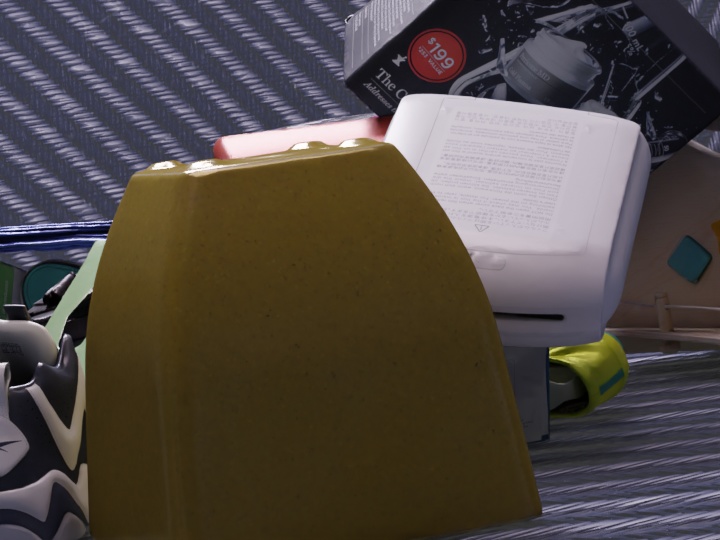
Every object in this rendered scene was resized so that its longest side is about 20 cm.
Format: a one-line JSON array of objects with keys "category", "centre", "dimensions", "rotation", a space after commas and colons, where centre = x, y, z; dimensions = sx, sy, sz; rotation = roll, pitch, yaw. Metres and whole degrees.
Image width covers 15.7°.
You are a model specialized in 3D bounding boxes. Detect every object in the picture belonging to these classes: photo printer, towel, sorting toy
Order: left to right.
[{"category": "towel", "centre": [-0.209, -0.021, 1.944], "dimensions": [0.144, 0.024, 0.200], "rotation": [-2, -1, 7]}, {"category": "photo printer", "centre": [0.079, -0.026, 1.534], "dimensions": [0.166, 0.070, 0.200], "rotation": [7, 32, 9]}, {"category": "sorting toy", "centre": [0.242, -0.030, 1.800], "dimensions": [0.106, 0.181, 0.200], "rotation": [-5, 3, -24]}]

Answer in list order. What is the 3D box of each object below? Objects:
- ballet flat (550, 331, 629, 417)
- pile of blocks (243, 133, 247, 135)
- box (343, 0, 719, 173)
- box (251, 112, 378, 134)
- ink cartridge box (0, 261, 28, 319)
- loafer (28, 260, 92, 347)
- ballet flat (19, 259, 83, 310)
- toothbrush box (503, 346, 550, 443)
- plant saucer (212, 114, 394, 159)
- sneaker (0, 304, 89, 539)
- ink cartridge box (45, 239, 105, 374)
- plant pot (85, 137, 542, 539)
[{"category": "ballet flat", "centre": [0.072, 0.070, 1.663], "dimensions": [0.199, 0.067, 0.067], "rotation": [-4, 28, 26]}, {"category": "pile of blocks", "centre": [-0.014, -0.049, 1.996], "dimensions": [0.199, 0.082, 0.062], "rotation": [3, -36, -6]}, {"category": "box", "centre": [0.119, -0.142, 1.784], "dimensions": [0.182, 0.200, 0.104], "rotation": [-41, 21, 20]}, {"category": "box", "centre": [0.008, -0.010, 1.859], "dimensions": [0.114, 0.201, 0.132], "rotation": [-7, 5, 21]}, {"category": "ink cartridge box", "centre": [-0.286, 0.051, 1.950], "dimensions": [0.145, 0.088, 0.200], "rotation": [-4, -14, 29]}, {"category": "loafer", "centre": [-0.159, 0.009, 1.698], "dimensions": [0.072, 0.063, 0.200], "rotation": [-5, 10, 42]}, {"category": "ballet flat", "centre": [-0.154, 0.056, 1.875], "dimensions": [0.199, 0.070, 0.069], "rotation": [25, 14, 15]}, {"category": "toothbrush box", "centre": [0.020, 0.028, 1.596], "dimensions": [0.146, 0.086, 0.200], "rotation": [-8, 31, -10]}, {"category": "plant saucer", "centre": [0.000, 0.000, 1.750], "dimensions": [0.199, 0.201, 0.037], "rotation": [-6, 6, 19]}, {"category": "sneaker", "centre": [-0.177, 0.080, 1.488], "dimensions": [0.079, 0.130, 0.199], "rotation": [-5, 5, 18]}, {"category": "ink cartridge box", "centre": [-0.114, 0.010, 1.557], "dimensions": [0.199, 0.048, 0.146], "rotation": [-1, 42, 30]}, {"category": "plant pot", "centre": [-0.040, 0.037, 1.352], "dimensions": [0.193, 0.201, 0.195], "rotation": [-9, 5, -19]}]
